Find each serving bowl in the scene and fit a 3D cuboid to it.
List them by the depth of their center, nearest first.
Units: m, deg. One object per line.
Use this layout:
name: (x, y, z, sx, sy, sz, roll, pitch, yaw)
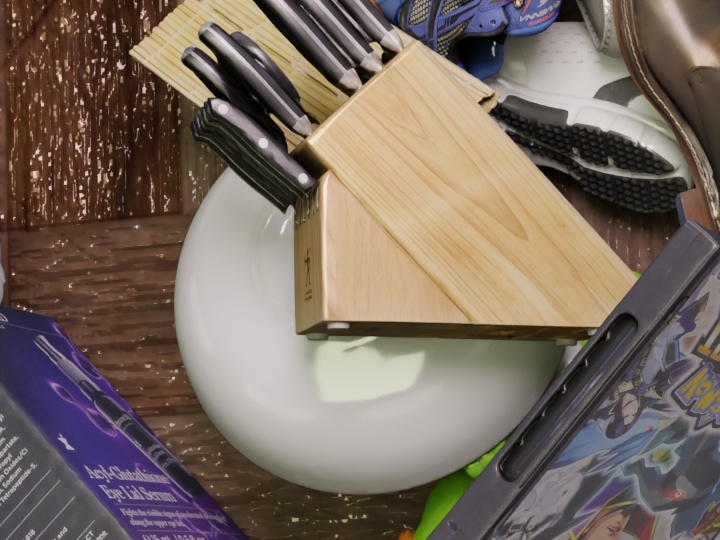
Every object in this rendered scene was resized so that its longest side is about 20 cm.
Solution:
serving bowl: (0.000, 0.000, 0.991, 0.199, 0.066, 0.201, -6, 64, 12)

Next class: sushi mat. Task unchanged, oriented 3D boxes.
sushi mat: (-0.027, -0.095, 1.018, 0.096, 0.012, 0.200, -41, 46, -12)

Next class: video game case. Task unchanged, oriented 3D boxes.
video game case: (0.143, 0.079, 0.951, 0.181, 0.200, 0.026, -52, 53, 12)

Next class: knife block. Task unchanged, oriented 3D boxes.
knife block: (0.023, -0.058, 0.913, 0.199, 0.064, 0.176, 2, 83, -13)

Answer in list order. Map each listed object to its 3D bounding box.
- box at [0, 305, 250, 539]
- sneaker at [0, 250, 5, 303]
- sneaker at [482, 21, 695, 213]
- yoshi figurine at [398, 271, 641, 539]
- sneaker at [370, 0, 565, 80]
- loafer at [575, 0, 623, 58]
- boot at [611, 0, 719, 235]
box: (-0.170, 0.117, 1.093, 0.104, 0.148, 0.200, -47, 71, 9)
sneaker: (-0.280, 0.019, 1.198, 0.199, 0.074, 0.082, -26, 45, 20)
sneaker: (0.096, -0.096, 1.075, 0.199, 0.074, 0.080, 24, 63, 25)
yoshi figurine: (0.101, 0.098, 1.023, 0.112, 0.112, 0.200, 32, 93, 12)
sneaker: (0.074, -0.152, 0.971, 0.075, 0.200, 0.079, -24, 78, -27)
loafer: (0.097, -0.189, 1.036, 0.069, 0.070, 0.201, -8, 60, -11)
boot: (0.182, -0.088, 0.949, 0.097, 0.075, 0.201, -11, 101, 45)
